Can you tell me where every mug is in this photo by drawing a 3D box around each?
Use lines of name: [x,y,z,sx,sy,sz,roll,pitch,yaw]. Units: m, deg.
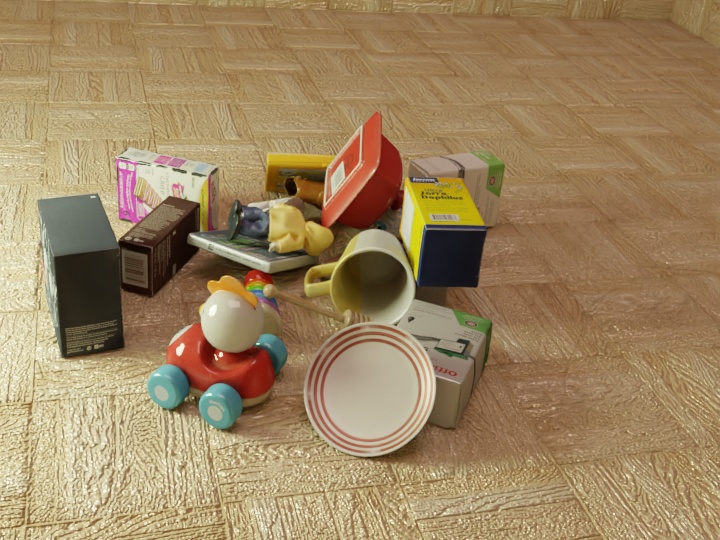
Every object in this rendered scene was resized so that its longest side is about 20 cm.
mug: [0.008,-0.005,1.676,0.183,0.152,0.154,22,23,-7]

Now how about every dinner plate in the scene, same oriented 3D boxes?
dinner plate: [0.014,0.174,1.391,0.195,0.024,0.205,-4,67,9]

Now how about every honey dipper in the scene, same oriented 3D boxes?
honey dipper: [-0.073,0.065,1.578,0.197,0.038,0.038,21,23,-21]

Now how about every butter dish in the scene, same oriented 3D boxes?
butter dish: [0.023,-0.166,1.839,0.146,0.200,0.202,29,35,-22]

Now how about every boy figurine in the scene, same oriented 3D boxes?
boy figurine: [-0.146,-0.079,1.757,0.196,0.065,0.126,11,45,-24]

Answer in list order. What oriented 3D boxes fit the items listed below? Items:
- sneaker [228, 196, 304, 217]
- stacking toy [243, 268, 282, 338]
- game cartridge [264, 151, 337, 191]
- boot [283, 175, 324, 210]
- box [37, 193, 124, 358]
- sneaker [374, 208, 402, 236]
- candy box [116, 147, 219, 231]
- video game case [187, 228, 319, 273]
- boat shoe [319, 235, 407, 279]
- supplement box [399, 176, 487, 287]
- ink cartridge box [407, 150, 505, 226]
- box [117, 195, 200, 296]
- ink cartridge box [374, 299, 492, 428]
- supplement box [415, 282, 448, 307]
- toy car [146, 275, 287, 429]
sneaker: [-0.180,-0.111,1.882,0.079,0.078,0.199,10,10,25]
stacking toy: [-0.172,0.054,1.614,0.083,0.087,0.201,4,24,-5]
game cartridge: [-0.104,-0.204,2.023,0.195,0.033,0.177,3,-14,-6]
boot: [-0.069,-0.142,1.953,0.142,0.072,0.200,12,10,-34]
box: [-0.452,0.003,1.529,0.102,0.186,0.200,-7,31,-23]
sneaker: [0.053,-0.107,1.961,0.071,0.073,0.200,26,12,-12]
candy box: [-0.379,-0.153,1.872,0.195,0.139,0.061,11,30,10]
video game case: [-0.196,-0.041,1.769,0.179,0.024,0.199,19,13,21]
boat shoe: [0.011,-0.029,1.799,0.196,0.073,0.076,-11,33,-29]
supplement box: [0.139,-0.069,1.633,0.107,0.111,0.201,1,30,-9]
ink cartridge box: [0.194,-0.161,1.997,0.196,0.148,0.084,-10,32,-28]
box: [-0.362,-0.047,1.726,0.073,0.102,0.201,12,30,10]
ink cartridge box: [0.115,0.143,1.501,0.143,0.086,0.200,14,30,15]
supplement box: [0.130,-0.012,1.756,0.059,0.111,0.201,5,30,-1]
toy car: [-0.206,0.089,1.408,0.173,0.204,0.184,16,30,18]
